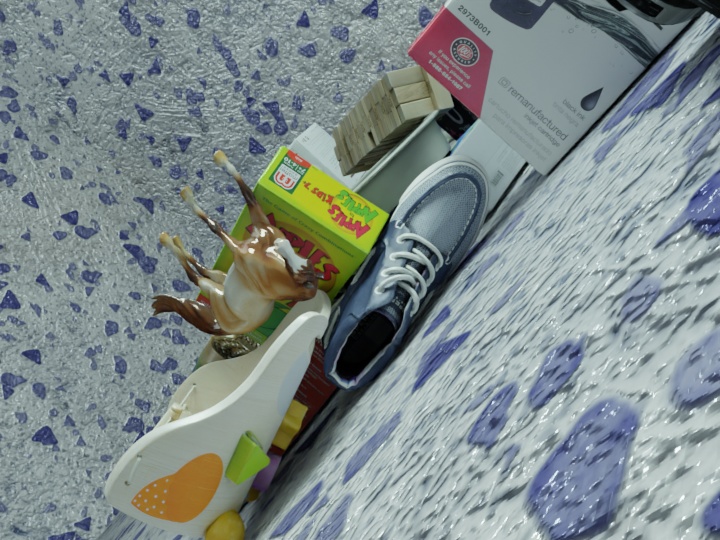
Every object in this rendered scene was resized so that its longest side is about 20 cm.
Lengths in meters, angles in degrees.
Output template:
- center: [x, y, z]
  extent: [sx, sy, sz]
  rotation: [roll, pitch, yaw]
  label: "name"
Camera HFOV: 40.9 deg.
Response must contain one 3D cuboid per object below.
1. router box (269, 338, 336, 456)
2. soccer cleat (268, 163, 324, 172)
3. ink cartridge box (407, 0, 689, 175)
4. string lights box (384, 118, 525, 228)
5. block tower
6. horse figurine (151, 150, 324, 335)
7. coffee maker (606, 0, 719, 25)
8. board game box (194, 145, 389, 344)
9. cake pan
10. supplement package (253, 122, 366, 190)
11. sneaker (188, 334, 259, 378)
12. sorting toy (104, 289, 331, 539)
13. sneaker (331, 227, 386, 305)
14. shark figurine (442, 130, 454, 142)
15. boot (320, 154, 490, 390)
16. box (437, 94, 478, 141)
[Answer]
- center: [-0.094, 0.145, 0.940]
  extent: [0.180, 0.049, 0.200]
  rotation: [-50, 4, -12]
  label: "router box"
- center: [-0.080, -0.019, 1.006]
  extent: [0.069, 0.077, 0.201]
  rotation: [115, 166, -71]
  label: "soccer cleat"
- center: [0.155, -0.199, 0.732]
  extent: [0.200, 0.145, 0.084]
  rotation: [-48, 6, 21]
  label: "ink cartridge box"
- center: [0.079, -0.064, 0.937]
  extent: [0.103, 0.059, 0.200]
  rotation: [-52, 5, -33]
  label: "string lights box"
- center: [0.027, -0.157, 1.020]
  extent: [0.058, 0.054, 0.200]
  rotation: [-17, -5, -24]
  label: "block tower"
- center: [-0.102, 0.001, 0.767]
  extent: [0.050, 0.133, 0.200]
  rotation: [-37, -8, -40]
  label: "horse figurine"
- center: [0.216, -0.211, 0.497]
  extent: [0.191, 0.135, 0.200]
  rotation: [-24, 11, 12]
  label: "coffee maker"
- center: [-0.065, -0.007, 0.821]
  extent: [0.048, 0.101, 0.200]
  rotation: [-60, 5, -37]
  label: "board game box"
- center: [0.009, -0.069, 0.907]
  extent: [0.200, 0.037, 0.200]
  rotation: [-43, 5, 4]
  label: "cake pan"
- center: [-0.031, -0.081, 1.292]
  extent: [0.114, 0.200, 0.110]
  rotation: [-46, 5, 23]
  label: "supplement package"
- center: [-0.140, 0.114, 0.983]
  extent: [0.090, 0.067, 0.200]
  rotation: [-57, 3, 3]
  label: "sneaker"
- center: [-0.082, 0.095, 0.736]
  extent: [0.181, 0.107, 0.200]
  rotation: [-55, 3, 7]
  label: "sorting toy"
- center: [0.000, 0.000, 0.923]
  extent: [0.200, 0.077, 0.085]
  rotation: [-44, 28, 51]
  label: "sneaker"
- center: [0.056, -0.121, 1.138]
  extent: [0.215, 0.128, 0.090]
  rotation: [-53, 44, 15]
  label: "shark figurine"
- center: [0.039, 0.004, 0.753]
  extent: [0.201, 0.073, 0.090]
  rotation: [-57, 9, 11]
  label: "boot"
- center: [0.155, -0.200, 0.971]
  extent: [0.132, 0.115, 0.200]
  rotation: [-50, 3, -11]
  label: "box"
